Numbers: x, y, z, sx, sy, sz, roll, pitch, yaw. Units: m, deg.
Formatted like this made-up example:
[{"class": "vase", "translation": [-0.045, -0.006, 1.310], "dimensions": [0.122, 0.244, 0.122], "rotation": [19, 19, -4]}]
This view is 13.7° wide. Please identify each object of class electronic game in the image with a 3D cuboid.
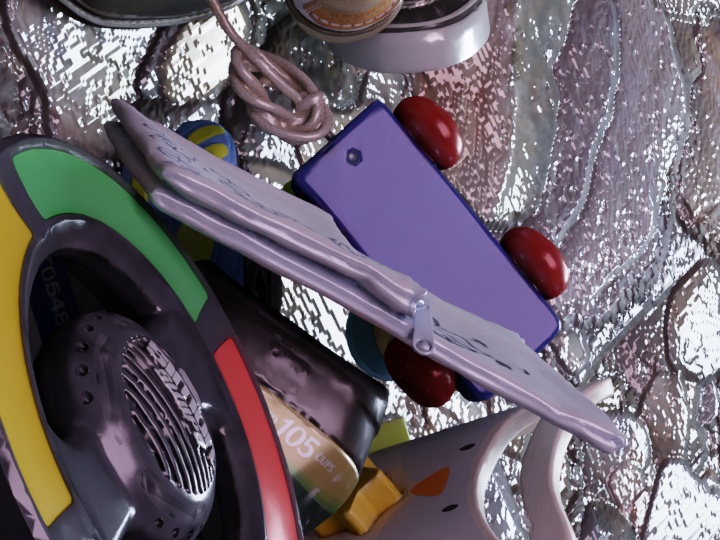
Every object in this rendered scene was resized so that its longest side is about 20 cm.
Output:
[{"class": "electronic game", "translation": [-0.072, 0.051, 0.944], "dimensions": [0.200, 0.041, 0.201], "rotation": [52, 23, -34]}]

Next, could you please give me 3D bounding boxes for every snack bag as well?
[{"class": "snack bag", "translation": [0.000, 0.000, 1.099], "dimensions": [0.199, 0.189, 0.021], "rotation": [29, 93, -13]}]

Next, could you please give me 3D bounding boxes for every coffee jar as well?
[{"class": "coffee jar", "translation": [-0.075, 0.100, 1.063], "dimensions": [0.104, 0.085, 0.201], "rotation": [35, 69, -13]}]

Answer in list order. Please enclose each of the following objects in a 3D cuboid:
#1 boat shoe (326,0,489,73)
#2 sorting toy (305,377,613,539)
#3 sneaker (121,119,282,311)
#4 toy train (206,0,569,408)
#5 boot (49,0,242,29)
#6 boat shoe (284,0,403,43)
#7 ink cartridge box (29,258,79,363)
[{"class": "boat shoe", "translation": [0.018, -0.147, 1.293], "dimensions": [0.200, 0.070, 0.064], "rotation": [-90, 176, -61]}, {"class": "sorting toy", "translation": [0.020, 0.110, 1.173], "dimensions": [0.107, 0.179, 0.200], "rotation": [50, 30, -21]}, {"class": "sneaker", "translation": [-0.058, 0.033, 1.198], "dimensions": [0.083, 0.070, 0.201], "rotation": [48, 33, -45]}, {"class": "toy train", "translation": [-0.010, -0.033, 1.257], "dimensions": [0.085, 0.116, 0.200], "rotation": [-42, 97, -17]}, {"class": "boot", "translation": [-0.089, -0.145, 1.196], "dimensions": [0.199, 0.097, 0.075], "rotation": [11, 74, -47]}, {"class": "boat shoe", "translation": [-0.028, -0.192, 1.187], "dimensions": [0.074, 0.068, 0.201], "rotation": [-23, 86, -6]}, {"class": "ink cartridge box", "translation": [-0.143, 0.094, 1.125], "dimensions": [0.200, 0.040, 0.201], "rotation": [-26, 102, -49]}]
